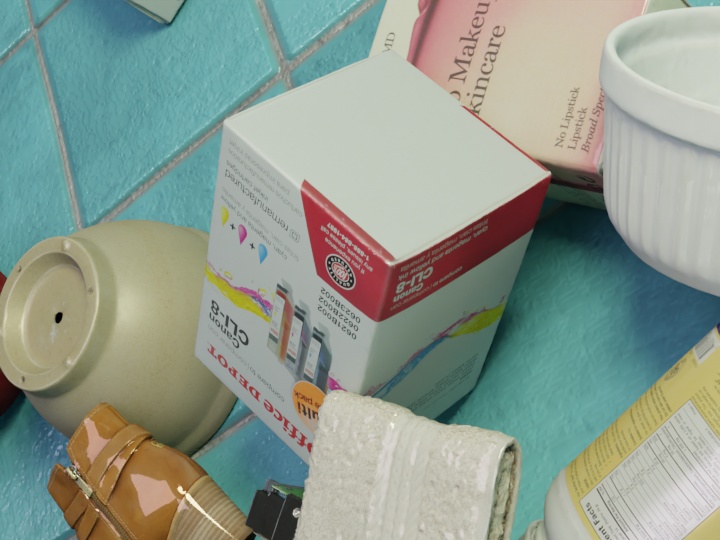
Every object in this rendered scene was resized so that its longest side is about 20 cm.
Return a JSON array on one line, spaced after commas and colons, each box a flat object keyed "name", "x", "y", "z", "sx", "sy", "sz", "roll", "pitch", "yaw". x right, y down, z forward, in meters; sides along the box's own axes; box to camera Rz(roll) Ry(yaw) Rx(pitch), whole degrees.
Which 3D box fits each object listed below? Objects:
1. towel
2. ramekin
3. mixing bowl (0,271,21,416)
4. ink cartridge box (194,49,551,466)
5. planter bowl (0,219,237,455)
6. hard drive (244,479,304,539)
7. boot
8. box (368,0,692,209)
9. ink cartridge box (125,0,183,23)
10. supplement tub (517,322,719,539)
[{"name": "towel", "x": 0.013, "y": 0.174, "z": 0.680, "sx": 0.131, "sy": 0.034, "sz": 0.203, "roll": 11, "pitch": 93, "yaw": 39}, {"name": "ramekin", "x": 0.222, "y": -0.063, "z": 0.674, "sx": 0.199, "sy": 0.199, "sz": 0.106, "roll": 26, "pitch": 125, "yaw": 39}, {"name": "mixing bowl", "x": -0.365, "y": 0.069, "z": 1.128, "sx": 0.198, "sy": 0.108, "sz": 0.203, "roll": -12, "pitch": 69, "yaw": 35}, {"name": "ink cartridge box", "x": 0.000, "y": 0.000, "z": 0.785, "sx": 0.145, "sy": 0.144, "sz": 0.201, "roll": 40, "pitch": 139, "yaw": 26}, {"name": "planter bowl", "x": -0.201, "y": 0.047, "z": 0.995, "sx": 0.198, "sy": 0.134, "sz": 0.203, "roll": -11, "pitch": 70, "yaw": 33}, {"name": "hard drive", "x": 0.042, "y": 0.185, "z": 0.767, "sx": 0.199, "sy": 0.139, "sz": 0.038, "roll": 21, "pitch": 89, "yaw": 38}, {"name": "boot", "x": -0.181, "y": 0.212, "z": 0.925, "sx": 0.155, "sy": 0.077, "sz": 0.201, "roll": 36, "pitch": 111, "yaw": 14}, {"name": "box", "x": 0.112, "y": -0.124, "z": 0.828, "sx": 0.198, "sy": 0.109, "sz": 0.129, "roll": 15, "pitch": 86, "yaw": 38}, {"name": "ink cartridge box", "x": -0.180, "y": -0.348, "z": 1.131, "sx": 0.147, "sy": 0.083, "sz": 0.201, "roll": 43, "pitch": 104, "yaw": 38}, {"name": "supplement tub", "x": 0.189, "y": 0.130, "z": 0.669, "sx": 0.200, "sy": 0.145, "sz": 0.146, "roll": -47, "pitch": 54, "yaw": 16}]
